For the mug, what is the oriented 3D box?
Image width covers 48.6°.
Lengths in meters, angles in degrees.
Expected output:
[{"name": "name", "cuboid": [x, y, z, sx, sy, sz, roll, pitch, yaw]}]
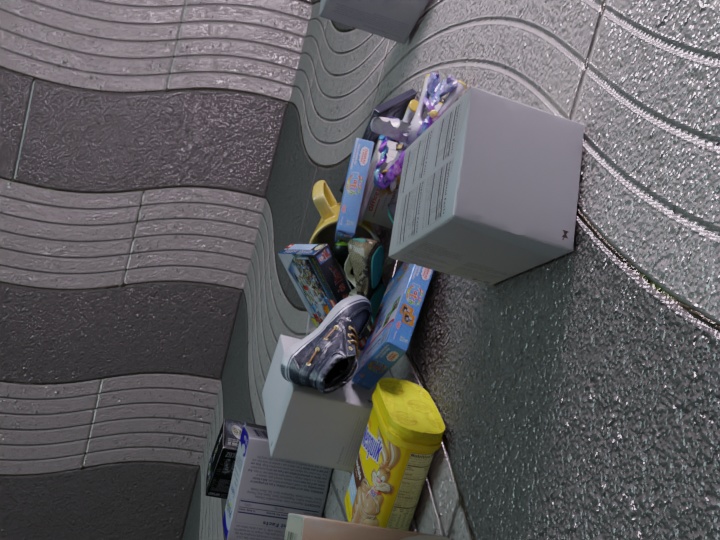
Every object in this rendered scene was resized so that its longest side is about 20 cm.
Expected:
[{"name": "mug", "cuboid": [-0.028, -0.078, 1.586, 0.154, 0.146, 0.190, -88, 4, -63]}]

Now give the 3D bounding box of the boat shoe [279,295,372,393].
[{"name": "boat shoe", "cuboid": [-0.025, 0.115, 1.212, 0.200, 0.090, 0.072, -40, -47, -37]}]

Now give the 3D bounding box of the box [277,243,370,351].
[{"name": "box", "cuboid": [-0.063, 0.047, 1.458, 0.135, 0.037, 0.203, 4, 124, 56]}]

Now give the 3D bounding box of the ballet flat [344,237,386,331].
[{"name": "ballet flat", "cuboid": [0.009, 0.025, 1.371, 0.068, 0.074, 0.203, -48, -37, -39]}]

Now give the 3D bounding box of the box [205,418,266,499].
[{"name": "box", "cuboid": [-0.233, 0.436, 1.789, 0.087, 0.196, 0.166, -99, 27, -53]}]

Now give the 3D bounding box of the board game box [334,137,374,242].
[{"name": "board game box", "cuboid": [-0.013, -0.131, 1.386, 0.200, 0.036, 0.155, 121, 161, -86]}]

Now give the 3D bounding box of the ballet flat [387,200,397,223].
[{"name": "ballet flat", "cuboid": [0.082, -0.100, 1.303, 0.200, 0.071, 0.075, -73, -2, -82]}]

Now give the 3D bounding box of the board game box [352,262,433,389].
[{"name": "board game box", "cuboid": [0.056, 0.066, 1.237, 0.152, 0.036, 0.203, -55, 12, 55]}]

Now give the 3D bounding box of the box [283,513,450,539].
[{"name": "box", "cuboid": [0.006, 0.359, 0.995, 0.095, 0.196, 0.080, 145, 136, -66]}]

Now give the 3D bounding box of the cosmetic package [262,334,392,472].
[{"name": "cosmetic package", "cuboid": [-0.047, 0.217, 1.301, 0.200, 0.196, 0.125, -119, 45, -67]}]

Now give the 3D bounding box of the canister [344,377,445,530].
[{"name": "canister", "cuboid": [0.043, 0.280, 1.142, 0.149, 0.085, 0.204, -117, 41, -68]}]

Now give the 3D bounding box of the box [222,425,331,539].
[{"name": "box", "cuboid": [-0.164, 0.431, 1.575, 0.105, 0.180, 0.205, -174, 98, -73]}]

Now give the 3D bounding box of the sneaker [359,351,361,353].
[{"name": "sneaker", "cuboid": [-0.040, 0.210, 1.526, 0.201, 0.074, 0.116, -95, 22, -62]}]

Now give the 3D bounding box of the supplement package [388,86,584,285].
[{"name": "supplement package", "cuboid": [0.144, -0.090, 0.950, 0.200, 0.149, 0.154, 147, 135, -68]}]

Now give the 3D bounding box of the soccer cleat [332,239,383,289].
[{"name": "soccer cleat", "cuboid": [0.000, 0.000, 1.439, 0.200, 0.066, 0.083, 40, -125, -67]}]

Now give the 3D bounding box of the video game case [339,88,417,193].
[{"name": "video game case", "cuboid": [0.034, -0.253, 1.573, 0.142, 0.019, 0.202, -38, -19, -46]}]

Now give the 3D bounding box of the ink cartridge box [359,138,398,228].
[{"name": "ink cartridge box", "cuboid": [0.045, -0.157, 1.464, 0.201, 0.066, 0.118, -85, 13, -66]}]

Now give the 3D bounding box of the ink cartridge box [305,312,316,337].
[{"name": "ink cartridge box", "cuboid": [-0.081, 0.116, 1.709, 0.201, 0.066, 0.119, 105, 173, -67]}]

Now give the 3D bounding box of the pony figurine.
[{"name": "pony figurine", "cuboid": [0.095, -0.219, 1.285, 0.203, 0.165, 0.193, -61, 9, -15]}]

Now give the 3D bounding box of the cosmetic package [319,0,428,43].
[{"name": "cosmetic package", "cuboid": [0.040, -0.597, 1.618, 0.200, 0.195, 0.125, 129, 150, -56]}]
